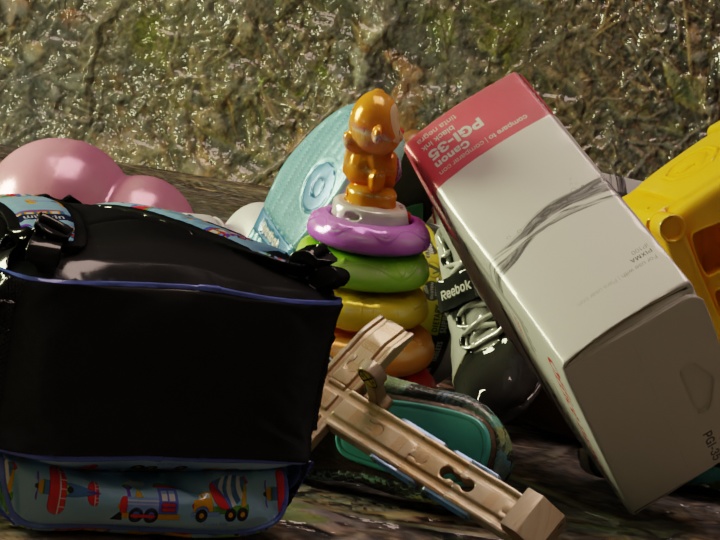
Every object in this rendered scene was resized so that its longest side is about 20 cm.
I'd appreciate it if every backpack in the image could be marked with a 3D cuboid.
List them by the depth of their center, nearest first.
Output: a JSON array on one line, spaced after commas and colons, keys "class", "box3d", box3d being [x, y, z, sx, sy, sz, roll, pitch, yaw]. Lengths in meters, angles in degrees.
[{"class": "backpack", "box3d": [-0.128, 0.034, 1.033, 0.181, 0.136, 0.199, 5, 7, -34]}]

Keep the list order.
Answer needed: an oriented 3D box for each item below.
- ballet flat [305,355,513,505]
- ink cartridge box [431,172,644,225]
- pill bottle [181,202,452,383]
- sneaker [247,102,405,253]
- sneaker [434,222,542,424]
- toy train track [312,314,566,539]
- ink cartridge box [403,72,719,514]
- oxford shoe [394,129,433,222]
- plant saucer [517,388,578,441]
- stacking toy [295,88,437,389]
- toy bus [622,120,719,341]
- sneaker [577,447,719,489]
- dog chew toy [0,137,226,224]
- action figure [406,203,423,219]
[{"class": "ballet flat", "box3d": [-0.011, 0.080, 1.160, 0.199, 0.075, 0.074, 19, 9, 23]}, {"class": "ink cartridge box", "box3d": [0.165, 0.007, 1.622, 0.198, 0.145, 0.084, 10, -36, -31]}, {"class": "pill bottle", "box3d": [-0.033, 0.015, 1.498, 0.198, 0.114, 0.112, 6, 6, -23]}, {"class": "sneaker", "box3d": [0.000, 0.000, 1.335, 0.130, 0.201, 0.080, 20, 24, -28]}, {"class": "sneaker", "box3d": [0.077, 0.010, 1.433, 0.074, 0.201, 0.089, -23, -50, 28]}, {"class": "toy train track", "box3d": [0.013, 0.077, 1.085, 0.199, 0.115, 0.033, 30, -26, 28]}, {"class": "ink cartridge box", "box3d": [0.118, 0.011, 1.215, 0.200, 0.082, 0.147, 57, -2, 45]}, {"class": "oxford shoe", "box3d": [0.001, -0.041, 1.676, 0.071, 0.201, 0.072, -1, 49, -36]}, {"class": "plant saucer", "box3d": [0.180, 0.093, 1.474, 0.198, 0.035, 0.200, 9, 5, -1]}, {"class": "stacking toy", "box3d": [-0.001, -0.002, 1.236, 0.109, 0.202, 0.116, 8, 14, -2]}, {"class": "toy bus", "box3d": [0.232, 0.023, 1.413, 0.191, 0.201, 0.136, -29, 16, -13]}, {"class": "sneaker", "box3d": [0.214, 0.098, 1.303, 0.198, 0.078, 0.080, 3, 20, -34]}, {"class": "dog chew toy", "box3d": [-0.174, -0.019, 1.612, 0.198, 0.126, 0.125, 19, 6, 5]}, {"class": "action figure", "box3d": [-0.034, 0.018, 1.588, 0.198, 0.119, 0.055, -5, 4, -29]}]
